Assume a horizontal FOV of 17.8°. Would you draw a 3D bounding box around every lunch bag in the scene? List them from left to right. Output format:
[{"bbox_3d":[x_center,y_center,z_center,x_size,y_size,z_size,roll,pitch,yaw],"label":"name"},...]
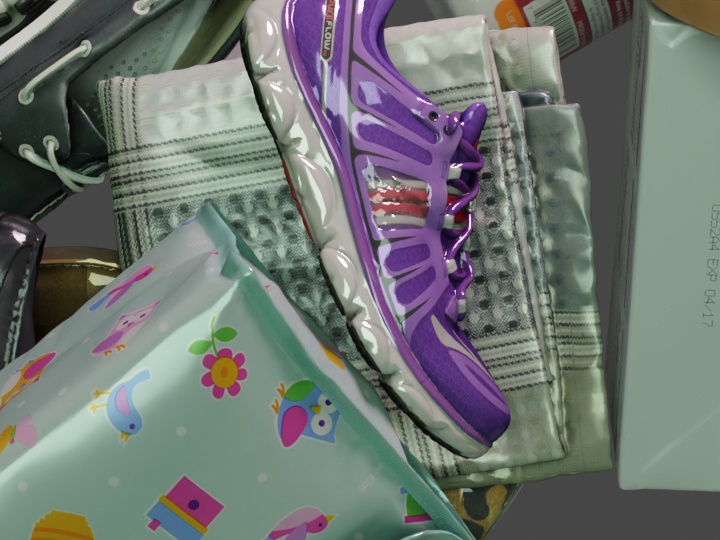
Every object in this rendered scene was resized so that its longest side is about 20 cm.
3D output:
[{"bbox_3d":[-0.055,0.106,0.888,0.170,0.122,0.200,-37,109,0],"label":"lunch bag"}]

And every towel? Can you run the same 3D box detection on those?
[{"bbox_3d":[0.000,0.000,0.947,0.199,0.035,0.193,-8,90,4],"label":"towel"}]

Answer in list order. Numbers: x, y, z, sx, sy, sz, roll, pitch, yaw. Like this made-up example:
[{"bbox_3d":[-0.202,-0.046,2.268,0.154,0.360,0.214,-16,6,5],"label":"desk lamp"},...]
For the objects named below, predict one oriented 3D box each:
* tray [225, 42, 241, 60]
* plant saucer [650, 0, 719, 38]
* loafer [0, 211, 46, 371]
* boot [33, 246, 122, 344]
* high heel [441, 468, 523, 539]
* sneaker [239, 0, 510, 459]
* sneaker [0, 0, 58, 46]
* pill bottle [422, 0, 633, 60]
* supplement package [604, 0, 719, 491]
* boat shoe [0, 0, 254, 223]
[{"bbox_3d":[-0.036,-0.127,1.013,0.107,0.022,0.201,16,90,49],"label":"tray"},{"bbox_3d":[0.206,-0.120,0.877,0.200,0.200,0.032,4,115,2],"label":"plant saucer"},{"bbox_3d":[-0.148,0.077,0.955,0.070,0.068,0.201,10,93,0],"label":"loafer"},{"bbox_3d":[-0.097,0.034,0.997,0.199,0.074,0.076,4,76,4],"label":"boot"},{"bbox_3d":[0.010,0.089,0.990,0.142,0.071,0.200,-19,90,-5],"label":"high heel"},{"bbox_3d":[0.019,-0.024,0.895,0.083,0.081,0.200,-21,90,1],"label":"sneaker"},{"bbox_3d":[-0.155,-0.159,1.028,0.200,0.078,0.090,-31,77,-4],"label":"sneaker"},{"bbox_3d":[0.116,-0.171,1.001,0.200,0.110,0.110,-30,83,-1],"label":"pill bottle"},{"bbox_3d":[0.185,-0.021,0.938,0.155,0.111,0.201,2,115,2],"label":"supplement package"},{"bbox_3d":[-0.123,-0.073,1.000,0.200,0.076,0.060,-50,51,10],"label":"boat shoe"}]
